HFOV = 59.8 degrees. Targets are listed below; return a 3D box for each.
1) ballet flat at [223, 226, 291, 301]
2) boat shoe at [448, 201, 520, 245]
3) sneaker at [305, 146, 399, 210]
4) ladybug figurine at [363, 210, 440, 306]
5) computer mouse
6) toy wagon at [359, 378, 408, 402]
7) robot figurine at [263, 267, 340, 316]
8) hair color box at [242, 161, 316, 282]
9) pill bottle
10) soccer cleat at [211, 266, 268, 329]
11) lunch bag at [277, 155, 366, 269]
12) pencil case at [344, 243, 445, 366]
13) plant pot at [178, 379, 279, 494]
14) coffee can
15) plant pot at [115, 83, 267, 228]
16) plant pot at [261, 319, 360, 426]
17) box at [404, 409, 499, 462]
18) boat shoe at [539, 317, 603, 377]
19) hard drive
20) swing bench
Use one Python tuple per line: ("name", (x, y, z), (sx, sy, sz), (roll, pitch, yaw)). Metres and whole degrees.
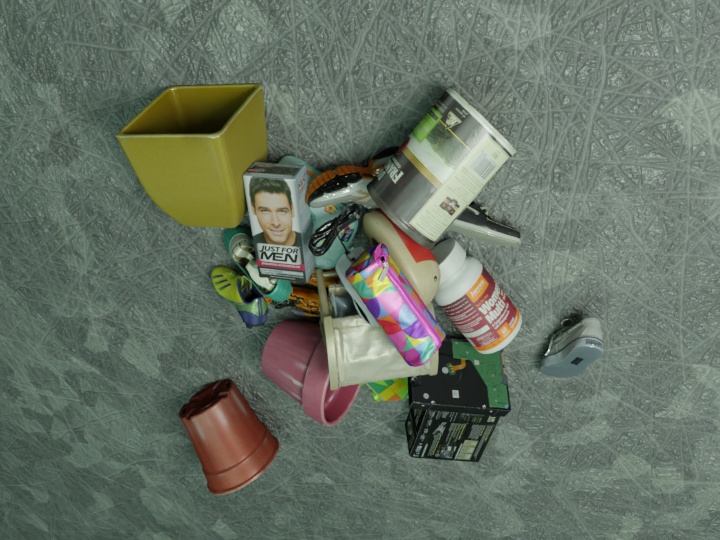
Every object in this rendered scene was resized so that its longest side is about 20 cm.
("ballet flat", (-0.208, -0.021, 1.215), (0.067, 0.070, 0.200), (-46, 71, 6))
("boat shoe", (0.188, -0.092, 1.093), (0.195, 0.062, 0.074), (15, 169, 8))
("sneaker", (0.004, -0.134, 1.082), (0.195, 0.076, 0.094), (-19, 128, -4))
("ladybug figurine", (0.072, -0.030, 1.071), (0.071, 0.202, 0.137), (-30, 156, -8))
("computer mouse", (0.000, 0.000, 1.045), (0.108, 0.044, 0.203), (-33, 91, -9))
("toy wagon", (0.084, 0.214, 1.299), (0.154, 0.040, 0.201), (-36, 127, 8))
("robot figurine", (-0.135, 0.029, 1.273), (0.194, 0.059, 0.148), (9, 122, 11))
("hair color box", (-0.140, -0.083, 1.106), (0.096, 0.061, 0.205), (6, 123, 14))
("pill bottle", (0.199, 0.047, 1.149), (0.108, 0.110, 0.201), (-32, 109, 31))
("soccer cleat", (-0.242, 0.034, 1.264), (0.200, 0.063, 0.086), (41, 134, 41))
("lunch bag", (-0.096, -0.099, 1.167), (0.197, 0.078, 0.162), (32, 125, -4))
("pencil case", (0.055, 0.054, 0.988), (0.087, 0.089, 0.202), (-27, 109, 30))
("plant pot", (-0.322, 0.383, 1.492), (0.197, 0.201, 0.199), (-18, 108, 26))
("coffee can", (0.125, -0.159, 0.983), (0.146, 0.147, 0.201), (39, 105, -11))
("plant pot", (-0.269, -0.191, 1.102), (0.189, 0.198, 0.204), (3, 130, 15))
("plant pot", (-0.100, 0.192, 1.301), (0.175, 0.200, 0.205), (18, 128, 24))
("box", (0.194, 0.295, 1.299), (0.159, 0.087, 0.204), (6, 126, -9))
("boat shoe", (0.392, 0.135, 1.172), (0.073, 0.088, 0.203), (14, 154, 2))
("hard drive", (0.186, 0.202, 1.204), (0.194, 0.143, 0.038), (6, 148, -10))
("swing bench", (0.026, 0.094, 1.142), (0.193, 0.202, 0.133), (-7, 125, -7))
